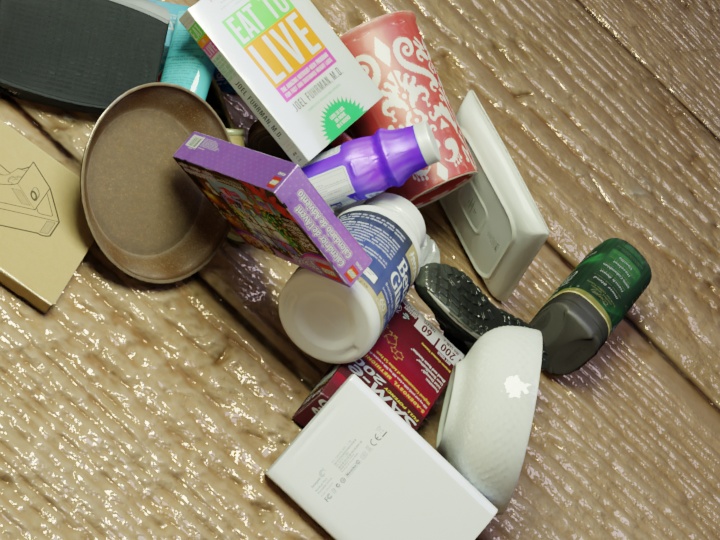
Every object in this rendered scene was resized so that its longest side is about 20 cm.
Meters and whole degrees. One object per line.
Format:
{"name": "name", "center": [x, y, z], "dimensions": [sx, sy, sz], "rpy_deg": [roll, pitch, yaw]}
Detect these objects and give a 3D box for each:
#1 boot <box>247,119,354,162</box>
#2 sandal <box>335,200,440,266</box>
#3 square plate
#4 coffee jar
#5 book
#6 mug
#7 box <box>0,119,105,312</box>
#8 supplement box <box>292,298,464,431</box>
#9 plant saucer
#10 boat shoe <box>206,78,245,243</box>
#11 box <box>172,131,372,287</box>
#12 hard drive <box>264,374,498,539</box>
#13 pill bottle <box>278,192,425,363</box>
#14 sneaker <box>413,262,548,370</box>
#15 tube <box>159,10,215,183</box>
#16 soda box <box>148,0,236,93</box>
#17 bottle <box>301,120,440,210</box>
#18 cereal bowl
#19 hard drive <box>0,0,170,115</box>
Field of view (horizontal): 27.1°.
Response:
{"name": "boot", "center": [-0.078, -0.198, 1.744], "dimensions": [0.199, 0.077, 0.156], "rpy_deg": [-4, 63, -45]}
{"name": "sandal", "center": [0.011, -0.039, 1.723], "dimensions": [0.202, 0.050, 0.083], "rpy_deg": [37, 54, -31]}
{"name": "square plate", "center": [0.143, -0.081, 1.771], "dimensions": [0.028, 0.200, 0.199], "rpy_deg": [-19, 70, -19]}
{"name": "coffee jar", "center": [0.279, 0.045, 1.840], "dimensions": [0.085, 0.104, 0.200], "rpy_deg": [45, 40, 2]}
{"name": "book", "center": [-0.084, -0.223, 1.589], "dimensions": [0.200, 0.048, 0.134], "rpy_deg": [50, 55, -6]}
{"name": "mug", "center": [0.026, -0.169, 1.714], "dimensions": [0.176, 0.133, 0.201], "rpy_deg": [-25, 84, -13]}
{"name": "box", "center": [-0.351, -0.071, 1.452], "dimensions": [0.199, 0.021, 0.164], "rpy_deg": [36, 42, -12]}
{"name": "supplement box", "center": [0.023, 0.123, 1.590], "dimensions": [0.109, 0.061, 0.200], "rpy_deg": [44, 41, -4]}
{"name": "plant saucer", "center": [-0.210, -0.089, 1.515], "dimensions": [0.199, 0.036, 0.203], "rpy_deg": [-5, 96, -46]}
{"name": "boat shoe", "center": [-0.153, -0.128, 1.626], "dimensions": [0.071, 0.076, 0.201], "rpy_deg": [-9, 65, -44]}
{"name": "box", "center": [-0.089, -0.062, 1.472], "dimensions": [0.039, 0.199, 0.137], "rpy_deg": [-49, 125, -14]}
{"name": "hard drive", "center": [0.022, 0.220, 1.483], "dimensions": [0.200, 0.025, 0.132], "rpy_deg": [43, 79, -4]}
{"name": "pill bottle", "center": [0.000, 0.000, 1.582], "dimensions": [0.111, 0.111, 0.200], "rpy_deg": [42, 38, -6]}
{"name": "sneaker", "center": [0.116, 0.073, 1.678], "dimensions": [0.200, 0.087, 0.076], "rpy_deg": [38, 36, -28]}
{"name": "tube", "center": [-0.192, -0.189, 1.598], "dimensions": [0.050, 0.077, 0.202], "rpy_deg": [40, 60, -59]}
{"name": "soda box", "center": [-0.206, -0.255, 1.692], "dimensions": [0.199, 0.064, 0.068], "rpy_deg": [4, 56, -38]}
{"name": "bottle", "center": [-0.013, -0.104, 1.608], "dimensions": [0.084, 0.198, 0.066], "rpy_deg": [-23, 92, -80]}
{"name": "cereal bowl", "center": [0.130, 0.151, 1.572], "dimensions": [0.082, 0.201, 0.201], "rpy_deg": [14, 45, 0]}
{"name": "hard drive", "center": [-0.297, -0.234, 1.551], "dimensions": [0.198, 0.136, 0.042], "rpy_deg": [10, 8, -32]}
